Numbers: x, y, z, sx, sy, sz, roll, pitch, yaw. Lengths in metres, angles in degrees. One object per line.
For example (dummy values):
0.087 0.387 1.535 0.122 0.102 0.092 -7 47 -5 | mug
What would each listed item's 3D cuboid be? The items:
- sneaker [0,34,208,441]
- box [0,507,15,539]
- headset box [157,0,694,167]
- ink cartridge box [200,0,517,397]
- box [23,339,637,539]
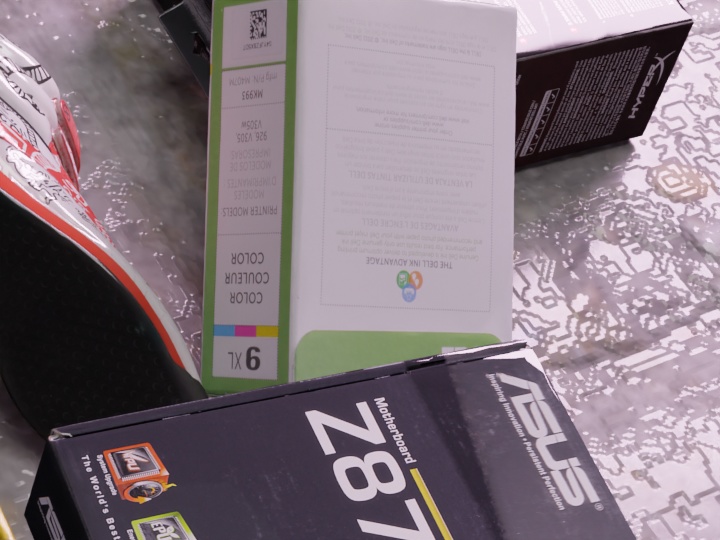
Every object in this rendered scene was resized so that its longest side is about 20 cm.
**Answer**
-0.113 -0.012 0.885 0.201 0.067 0.108 46 22 -1 | sneaker
-0.235 0.068 0.792 0.199 0.050 0.160 -13 57 -27 | box
0.014 -0.112 1.010 0.199 0.078 0.149 -16 56 -28 | headset box
0.000 0.000 0.872 0.103 0.059 0.202 3 87 -39 | ink cartridge box
0.014 0.121 0.663 0.160 0.049 0.201 -8 54 -27 | box
